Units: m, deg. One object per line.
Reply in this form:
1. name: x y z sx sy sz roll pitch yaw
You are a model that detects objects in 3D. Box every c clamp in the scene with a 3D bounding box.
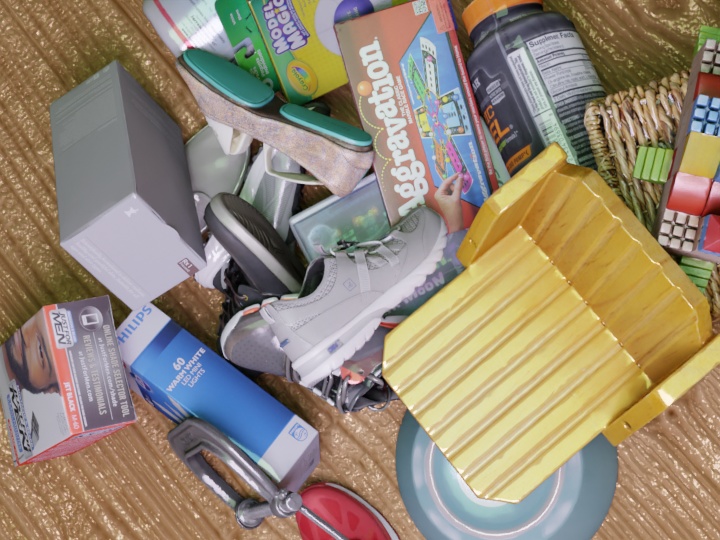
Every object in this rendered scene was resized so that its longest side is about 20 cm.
1. c clamp: -0.099 0.191 1.075 0.171 0.200 0.027 45 68 -10

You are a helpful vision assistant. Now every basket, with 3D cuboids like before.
1. basket: 0.274 -0.059 1.029 0.147 0.143 0.203 -19 86 7

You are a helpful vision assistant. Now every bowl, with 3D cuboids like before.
1. bowl: 0.119 0.164 1.061 0.198 0.105 0.204 -1 83 11

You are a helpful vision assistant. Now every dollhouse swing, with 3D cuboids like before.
1. dollhouse swing: 0.130 0.054 0.942 0.175 0.182 0.201 -35 78 -18

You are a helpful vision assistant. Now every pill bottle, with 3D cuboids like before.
1. pill bottle: -0.095 -0.268 1.146 0.199 0.109 0.109 -39 78 5
2. pill bottle: 0.158 -0.149 1.084 0.105 0.106 0.202 -24 80 8

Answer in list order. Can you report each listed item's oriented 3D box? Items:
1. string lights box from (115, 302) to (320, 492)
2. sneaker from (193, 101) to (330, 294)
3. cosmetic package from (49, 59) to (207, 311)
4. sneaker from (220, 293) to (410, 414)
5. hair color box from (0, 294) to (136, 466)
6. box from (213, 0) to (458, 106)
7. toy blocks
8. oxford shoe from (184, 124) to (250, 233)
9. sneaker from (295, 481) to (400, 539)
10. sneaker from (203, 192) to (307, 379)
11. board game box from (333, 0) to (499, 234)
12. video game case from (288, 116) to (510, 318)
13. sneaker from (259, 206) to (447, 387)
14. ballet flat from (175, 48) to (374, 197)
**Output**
1. string lights box: -0.130 0.119 1.112 0.199 0.103 0.059 35 71 13
2. sneaker: -0.077 -0.063 1.148 0.079 0.074 0.202 29 96 1
3. cosmetic package: -0.204 -0.077 1.083 0.089 0.107 0.201 -29 42 14
4. sneaker: -0.021 0.076 1.038 0.197 0.078 0.083 3 44 0
5. hair color box: -0.268 0.102 1.104 0.063 0.199 0.112 -9 79 -32
6. box: -0.021 -0.229 1.105 0.198 0.118 0.049 -26 38 -3
7. toy blocks: 0.255 -0.086 0.892 0.099 0.137 0.203 14 90 8
8. oxford shoe: -0.177 -0.060 1.169 0.075 0.058 0.200 43 91 16
9. sneaker: 0.004 0.269 1.067 0.078 0.115 0.200 -42 78 5
10. sneaker: -0.100 0.024 1.080 0.106 0.200 0.075 -33 43 7
11. board game box: 0.052 -0.130 1.083 0.102 0.019 0.203 -17 93 0
12. video game case: 0.063 -0.011 1.107 0.198 0.023 0.183 -28 86 -1
13. sneaker: 0.000 0.000 1.001 0.082 0.075 0.200 48 51 -6
14. ballet flat: -0.083 -0.121 1.077 0.198 0.068 0.068 29 117 15
